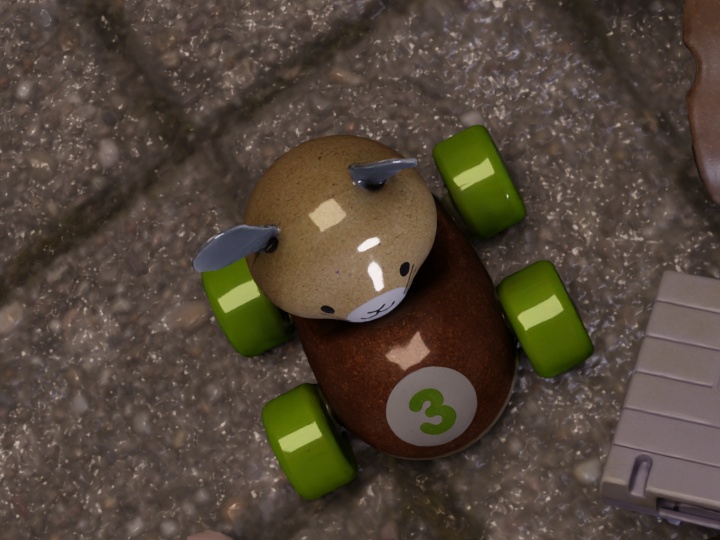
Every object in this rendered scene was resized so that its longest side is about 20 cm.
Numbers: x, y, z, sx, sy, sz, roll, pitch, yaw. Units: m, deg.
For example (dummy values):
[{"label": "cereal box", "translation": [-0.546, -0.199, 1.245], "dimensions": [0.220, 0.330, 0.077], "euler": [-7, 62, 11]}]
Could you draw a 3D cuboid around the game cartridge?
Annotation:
[{"label": "game cartridge", "translation": [0.224, 0.072, 1.071], "dimensions": [0.198, 0.039, 0.130], "euler": [12, 54, 17]}]

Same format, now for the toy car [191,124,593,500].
[{"label": "toy car", "translation": [0.000, 0.000, 1.077], "dimensions": [0.163, 0.200, 0.159], "euler": [-27, 70, 5]}]

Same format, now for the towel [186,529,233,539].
[{"label": "towel", "translation": [-0.062, 0.205, 1.044], "dimensions": [0.191, 0.200, 0.032], "euler": [38, 116, 20]}]

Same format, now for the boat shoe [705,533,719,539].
[{"label": "boat shoe", "translation": [0.147, 0.165, 1.021], "dimensions": [0.199, 0.072, 0.077], "euler": [-19, 103, 21]}]

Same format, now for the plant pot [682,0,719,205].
[{"label": "plant pot", "translation": [0.260, -0.105, 1.055], "dimensions": [0.197, 0.200, 0.202], "euler": [1, 75, 21]}]
